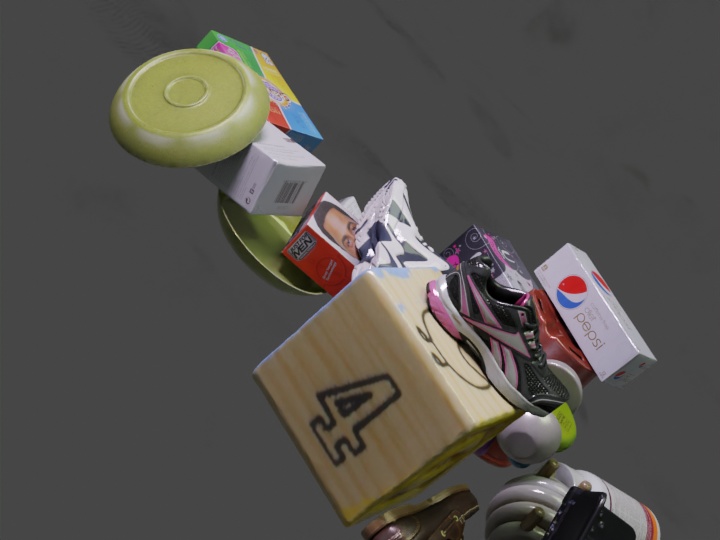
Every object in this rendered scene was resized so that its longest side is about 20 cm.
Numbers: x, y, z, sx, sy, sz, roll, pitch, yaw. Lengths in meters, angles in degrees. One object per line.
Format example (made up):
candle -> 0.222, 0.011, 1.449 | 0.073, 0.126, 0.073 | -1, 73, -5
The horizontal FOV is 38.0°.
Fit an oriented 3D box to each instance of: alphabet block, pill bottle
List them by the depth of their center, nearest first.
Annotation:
alphabet block -> 0.037, 0.132, 1.154 | 0.201, 0.196, 0.195 | 55, 24, 16
pill bottle -> 0.319, 0.344, 1.451 | 0.199, 0.109, 0.110 | 33, 26, -33

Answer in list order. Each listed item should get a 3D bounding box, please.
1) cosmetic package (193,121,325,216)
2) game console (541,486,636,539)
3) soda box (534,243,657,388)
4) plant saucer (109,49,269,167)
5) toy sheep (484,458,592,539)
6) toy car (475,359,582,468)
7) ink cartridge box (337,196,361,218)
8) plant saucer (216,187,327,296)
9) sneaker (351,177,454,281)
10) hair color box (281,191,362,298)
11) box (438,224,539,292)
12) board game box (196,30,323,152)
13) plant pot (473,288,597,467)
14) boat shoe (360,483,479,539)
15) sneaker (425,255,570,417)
cosmetic package -> -0.156, -0.155, 1.342 | 0.200, 0.082, 0.112 | 40, 22, 25
game console -> 0.232, 0.347, 1.124 | 0.175, 0.201, 0.116 | 38, -10, -27
soda box -> 0.326, 0.062, 1.461 | 0.063, 0.068, 0.201 | 21, 35, -49
plant saucer -> -0.212, -0.209, 1.283 | 0.031, 0.198, 0.201 | 88, -19, -52
toy sheep -> 0.216, 0.310, 1.277 | 0.138, 0.138, 0.200 | 47, 37, -3
toy car -> 0.177, 0.171, 1.337 | 0.200, 0.150, 0.175 | 40, 32, 4
ink cartridge box -> 0.005, -0.002, 1.513 | 0.163, 0.057, 0.202 | -58, 126, -77
plant saucer -> -0.118, -0.040, 1.369 | 0.200, 0.031, 0.201 | 40, 24, -21
sneaker -> 0.064, -0.021, 1.341 | 0.129, 0.079, 0.200 | 34, 33, -22
hair color box -> 0.000, 0.000, 1.374 | 0.200, 0.061, 0.102 | 40, 31, -10
box -> 0.230, 0.041, 1.781 | 0.132, 0.115, 0.201 | 19, 36, -52
board game box -> -0.161, -0.283, 1.679 | 0.153, 0.040, 0.201 | 7, 46, -59
plant pot -> 0.224, 0.141, 1.492 | 0.200, 0.195, 0.201 | 40, 23, -20
boat shoe -> 0.077, 0.288, 1.140 | 0.070, 0.071, 0.199 | 49, 29, 22
sneaker -> 0.162, 0.069, 1.119 | 0.200, 0.086, 0.080 | 45, 23, -11
